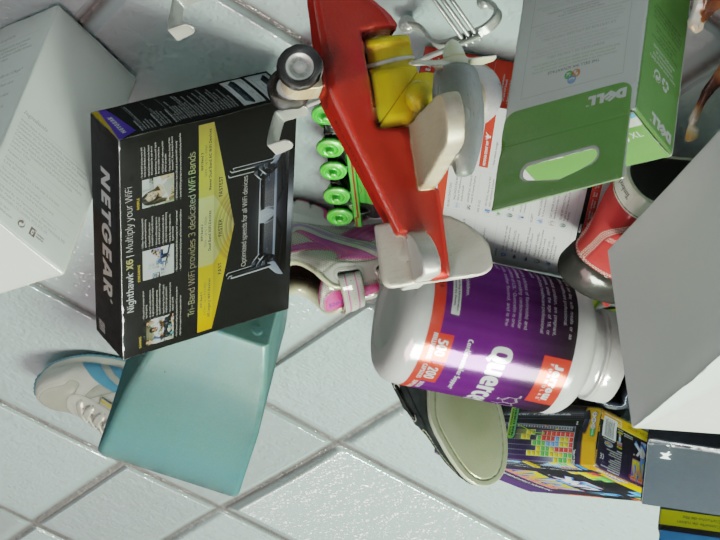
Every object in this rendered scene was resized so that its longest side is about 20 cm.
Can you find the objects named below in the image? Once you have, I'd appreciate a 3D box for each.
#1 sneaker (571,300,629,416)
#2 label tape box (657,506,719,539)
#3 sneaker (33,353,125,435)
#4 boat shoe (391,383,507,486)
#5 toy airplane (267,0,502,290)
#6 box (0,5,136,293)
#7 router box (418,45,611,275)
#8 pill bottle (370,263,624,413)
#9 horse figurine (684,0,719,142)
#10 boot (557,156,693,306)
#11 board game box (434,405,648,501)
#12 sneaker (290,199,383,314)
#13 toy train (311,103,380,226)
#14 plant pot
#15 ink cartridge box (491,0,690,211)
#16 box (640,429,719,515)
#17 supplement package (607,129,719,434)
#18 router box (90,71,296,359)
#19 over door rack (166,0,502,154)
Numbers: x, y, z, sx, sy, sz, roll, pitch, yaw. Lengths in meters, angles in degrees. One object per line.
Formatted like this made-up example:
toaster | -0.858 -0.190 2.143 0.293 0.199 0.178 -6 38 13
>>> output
sneaker | 0.217 0.093 1.631 0.073 0.081 0.201 11 148 6
label tape box | 0.340 0.202 1.636 0.143 0.201 0.063 7 146 10
sneaker | -0.243 0.142 1.876 0.198 0.081 0.077 8 148 12
boat shoe | 0.064 0.105 1.638 0.200 0.074 0.066 60 148 8
toy airplane | 0.041 -0.086 1.242 0.140 0.200 0.200 -29 132 -12
box | -0.275 -0.089 1.444 0.124 0.201 0.097 -15 136 37
router box | 0.126 -0.079 1.446 0.178 0.049 0.201 12 146 4
pill bottle | 0.115 0.053 1.505 0.198 0.113 0.113 12 147 -14
horse figurine | 0.310 -0.138 1.260 0.198 0.050 0.134 7 114 -3
boot | 0.258 -0.019 1.426 0.198 0.073 0.145 7 141 -21
board game box | 0.188 0.169 1.703 0.164 0.057 0.200 -1 164 34
sneaker | 0.000 0.000 1.572 0.198 0.089 0.082 4 145 15
toy train | -0.007 -0.103 1.472 0.056 0.042 0.201 -2 144 5
plant pot | -0.143 0.082 1.705 0.140 0.142 0.201 18 139 -6
ink cartridge box | 0.157 -0.119 1.239 0.103 0.201 0.059 -12 143 34
box | 0.312 0.089 1.484 0.147 0.201 0.107 8 146 10
supplement package | 0.307 0.015 1.278 0.198 0.148 0.191 6 151 -19
router box | -0.131 -0.043 1.450 0.156 0.052 0.201 -16 127 -30
over door rack | -0.020 -0.190 1.310 0.199 0.067 0.148 -27 132 18
